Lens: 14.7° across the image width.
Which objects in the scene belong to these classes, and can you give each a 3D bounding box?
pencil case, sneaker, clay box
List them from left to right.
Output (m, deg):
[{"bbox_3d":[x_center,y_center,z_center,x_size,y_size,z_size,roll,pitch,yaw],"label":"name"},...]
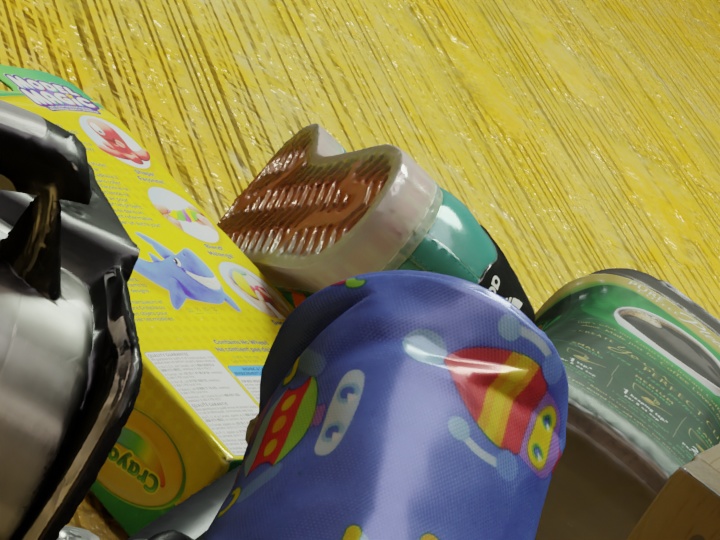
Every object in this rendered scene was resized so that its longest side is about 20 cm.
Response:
[{"bbox_3d":[-0.082,0.007,0.899,0.200,0.048,0.115,46,21,26],"label":"clay box"},{"bbox_3d":[-0.014,0.090,0.652,0.078,0.087,0.200,57,41,-35],"label":"pencil case"},{"bbox_3d":[0.000,0.000,0.986,0.080,0.071,0.200,42,-6,-16],"label":"sneaker"}]

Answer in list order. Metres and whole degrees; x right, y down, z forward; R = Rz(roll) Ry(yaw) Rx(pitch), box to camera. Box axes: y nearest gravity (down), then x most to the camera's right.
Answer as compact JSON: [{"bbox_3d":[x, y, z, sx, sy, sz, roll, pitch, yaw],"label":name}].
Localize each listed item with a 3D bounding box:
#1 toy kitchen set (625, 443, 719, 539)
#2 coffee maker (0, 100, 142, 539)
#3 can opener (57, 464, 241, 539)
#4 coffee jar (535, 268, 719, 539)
[{"bbox_3d":[0.097,0.173,0.609,0.200,0.181,0.163,38,19,16],"label":"toy kitchen set"},{"bbox_3d":[-0.174,-0.009,0.689,0.200,0.135,0.192,29,-3,-25],"label":"coffee maker"},{"bbox_3d":[-0.039,0.082,0.758,0.200,0.063,0.079,-41,121,-59],"label":"can opener"},{"bbox_3d":[0.088,0.063,1.009,0.104,0.085,0.200,37,19,7],"label":"coffee jar"}]
